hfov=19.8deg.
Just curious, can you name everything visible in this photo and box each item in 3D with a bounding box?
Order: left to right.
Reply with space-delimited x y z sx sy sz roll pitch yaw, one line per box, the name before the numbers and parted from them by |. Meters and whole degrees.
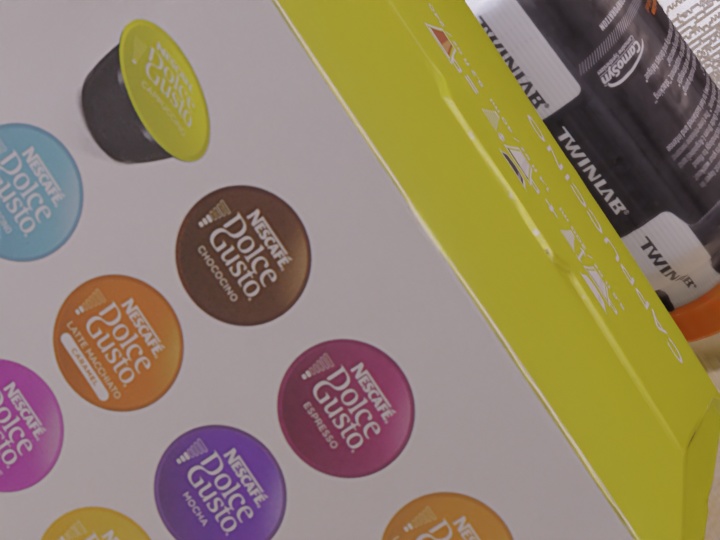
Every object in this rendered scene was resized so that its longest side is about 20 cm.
coffee box | -0.039 0.027 0.542 0.200 0.197 0.200 56 16 -1
pill bottle | 0.108 -0.061 0.912 0.200 0.106 0.106 50 14 -21
